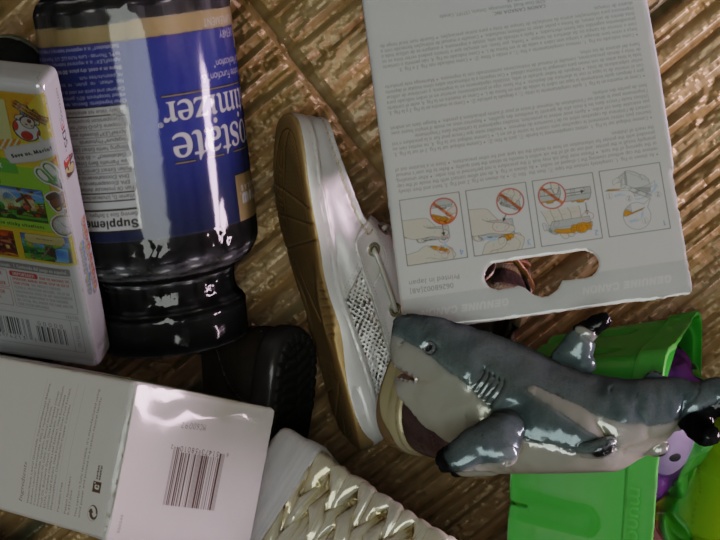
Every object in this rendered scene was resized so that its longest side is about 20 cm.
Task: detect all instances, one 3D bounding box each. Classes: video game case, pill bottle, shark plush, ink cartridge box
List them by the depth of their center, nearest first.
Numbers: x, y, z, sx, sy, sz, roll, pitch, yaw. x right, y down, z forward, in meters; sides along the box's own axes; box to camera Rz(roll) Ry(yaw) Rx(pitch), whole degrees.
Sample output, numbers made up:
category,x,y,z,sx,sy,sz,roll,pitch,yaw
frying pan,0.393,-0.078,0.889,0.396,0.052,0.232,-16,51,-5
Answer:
category,x,y,z,sx,sy,sz,roll,pitch,yaw
shark plush,0.113,0.060,0.858,0.197,0.091,0.084,-4,80,20
video game case,-0.241,-0.037,0.908,0.197,0.023,0.184,8,129,15
ink cartridge box,0.091,-0.069,0.935,0.160,0.050,0.203,-8,77,4
pill bottle,-0.117,-0.058,0.954,0.110,0.112,0.203,-6,101,4

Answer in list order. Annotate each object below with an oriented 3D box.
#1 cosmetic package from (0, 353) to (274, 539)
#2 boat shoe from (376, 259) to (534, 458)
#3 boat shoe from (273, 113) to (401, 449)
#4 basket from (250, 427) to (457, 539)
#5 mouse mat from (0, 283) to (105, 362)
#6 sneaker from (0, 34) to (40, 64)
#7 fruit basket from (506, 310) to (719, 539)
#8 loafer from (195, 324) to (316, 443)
category,x,y,z,sx,sy,sz,roll,pitch,yaw
cosmetic package,-0.156,0.097,0.930,0.198,0.107,0.086,7,84,42
boat shoe,0.071,0.011,0.951,0.072,0.072,0.202,26,79,-35
boat shoe,0.000,0.000,0.985,0.069,0.071,0.202,-17,106,-15
basket,-0.025,0.215,0.943,0.122,0.136,0.201,23,76,28
mouse mat,-0.233,-0.011,1.022,0.198,0.008,0.162,-29,98,9
sneaker,-0.261,-0.053,0.958,0.075,0.106,0.200,40,100,-5
fruit basket,0.192,0.131,0.966,0.213,0.155,0.219,4,101,20
loafer,-0.073,0.124,1.015,0.071,0.073,0.203,14,102,26
